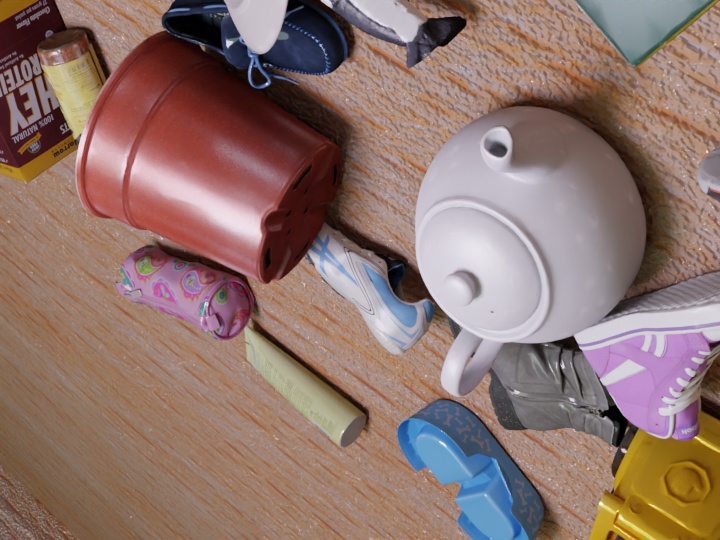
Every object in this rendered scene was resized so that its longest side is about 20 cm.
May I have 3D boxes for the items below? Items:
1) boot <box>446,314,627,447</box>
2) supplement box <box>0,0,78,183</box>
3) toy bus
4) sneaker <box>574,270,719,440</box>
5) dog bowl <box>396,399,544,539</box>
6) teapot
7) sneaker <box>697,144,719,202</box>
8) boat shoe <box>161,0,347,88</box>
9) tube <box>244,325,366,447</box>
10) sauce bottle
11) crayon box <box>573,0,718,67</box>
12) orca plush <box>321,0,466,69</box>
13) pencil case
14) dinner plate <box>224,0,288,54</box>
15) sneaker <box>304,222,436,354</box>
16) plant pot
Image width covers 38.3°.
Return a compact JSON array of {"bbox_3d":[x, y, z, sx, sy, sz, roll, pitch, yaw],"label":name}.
[{"bbox_3d":[0.165,0.071,0.931,0.129,0.068,0.201,-1,128,42],"label":"boot"},{"bbox_3d":[-0.449,-0.241,1.269,0.196,0.133,0.202,18,137,39],"label":"supplement box"},{"bbox_3d":[0.250,0.242,0.875,0.135,0.192,0.202,29,145,25],"label":"toy bus"},{"bbox_3d":[0.252,0.070,0.788,0.115,0.072,0.200,64,159,2],"label":"sneaker"},{"bbox_3d":[0.125,0.227,1.143,0.201,0.049,0.111,52,148,-3],"label":"dog bowl"},{"bbox_3d":[0.111,-0.015,0.796,0.196,0.146,0.202,-18,108,50],"label":"teapot"},{"bbox_3d":[0.302,-0.030,0.634,0.198,0.077,0.082,18,144,40],"label":"sneaker"},{"bbox_3d":[-0.099,-0.206,0.939,0.198,0.069,0.085,19,138,38],"label":"boat shoe"},{"bbox_3d":[-0.079,0.144,1.312,0.199,0.052,0.059,35,105,27],"label":"tube"},{"bbox_3d":[-0.320,-0.184,1.236,0.065,0.066,0.202,17,135,40],"label":"sauce bottle"},{"bbox_3d":[0.203,-0.198,0.454,0.058,0.200,0.172,47,148,0],"label":"crayon box"},{"bbox_3d":[0.002,-0.243,0.808,0.199,0.071,0.106,36,102,11],"label":"orca plush"},{"bbox_3d":[-0.228,0.027,1.331,0.198,0.087,0.088,17,137,39],"label":"pencil case"},{"bbox_3d":[-0.092,-0.272,0.809,0.200,0.024,0.203,171,90,-69],"label":"dinner plate"},{"bbox_3d":[0.000,0.000,1.056,0.200,0.072,0.072,45,179,28],"label":"sneaker"},{"bbox_3d":[-0.134,-0.097,1.001,0.194,0.201,0.202,29,144,14],"label":"plant pot"}]
